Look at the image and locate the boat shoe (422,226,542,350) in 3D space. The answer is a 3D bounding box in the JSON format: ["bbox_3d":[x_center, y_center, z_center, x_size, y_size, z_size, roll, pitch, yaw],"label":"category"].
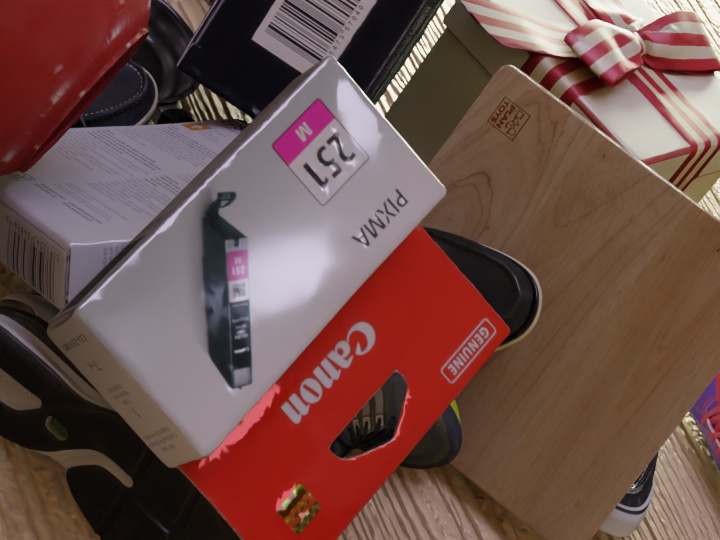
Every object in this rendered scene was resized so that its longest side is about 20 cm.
[{"bbox_3d":[-0.001,0.003,1.244,0.201,0.074,0.063,12,-11,18],"label":"boat shoe"}]

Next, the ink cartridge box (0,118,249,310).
[{"bbox_3d":[-0.106,-0.034,1.188,0.199,0.043,0.196,-4,20,-32],"label":"ink cartridge box"}]

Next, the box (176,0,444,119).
[{"bbox_3d":[-0.018,-0.156,1.364,0.104,0.148,0.200,33,6,0],"label":"box"}]

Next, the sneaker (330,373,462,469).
[{"bbox_3d":[-0.019,0.076,1.197,0.200,0.074,0.081,24,41,-40],"label":"sneaker"}]

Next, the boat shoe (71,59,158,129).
[{"bbox_3d":[-0.195,-0.102,1.264,0.200,0.062,0.075,-5,50,-38],"label":"boat shoe"}]

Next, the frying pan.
[{"bbox_3d":[-0.121,-0.117,1.387,0.190,0.031,0.115,41,36,2],"label":"frying pan"}]

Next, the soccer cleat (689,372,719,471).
[{"bbox_3d":[0.253,0.124,1.406,0.073,0.068,0.200,-12,59,-43],"label":"soccer cleat"}]

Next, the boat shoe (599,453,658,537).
[{"bbox_3d":[0.159,0.075,1.375,0.072,0.068,0.200,28,35,-12],"label":"boat shoe"}]

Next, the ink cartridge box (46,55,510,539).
[{"bbox_3d":[-0.025,0.024,1.087,0.174,0.044,0.200,48,59,-10],"label":"ink cartridge box"}]

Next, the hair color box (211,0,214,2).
[{"bbox_3d":[-0.034,-0.253,1.562,0.065,0.109,0.200,43,35,8],"label":"hair color box"}]

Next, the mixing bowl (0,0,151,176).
[{"bbox_3d":[-0.175,-0.120,1.117,0.108,0.200,0.200,41,33,-5],"label":"mixing bowl"}]

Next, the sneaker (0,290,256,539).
[{"bbox_3d":[-0.103,0.073,1.134,0.200,0.076,0.115,41,36,11],"label":"sneaker"}]

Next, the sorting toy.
[{"bbox_3d":[0.107,0.022,1.291,0.199,0.200,0.070,38,9,9],"label":"sorting toy"}]

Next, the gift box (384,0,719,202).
[{"bbox_3d":[0.117,-0.096,1.438,0.200,0.187,0.184,47,34,14],"label":"gift box"}]
